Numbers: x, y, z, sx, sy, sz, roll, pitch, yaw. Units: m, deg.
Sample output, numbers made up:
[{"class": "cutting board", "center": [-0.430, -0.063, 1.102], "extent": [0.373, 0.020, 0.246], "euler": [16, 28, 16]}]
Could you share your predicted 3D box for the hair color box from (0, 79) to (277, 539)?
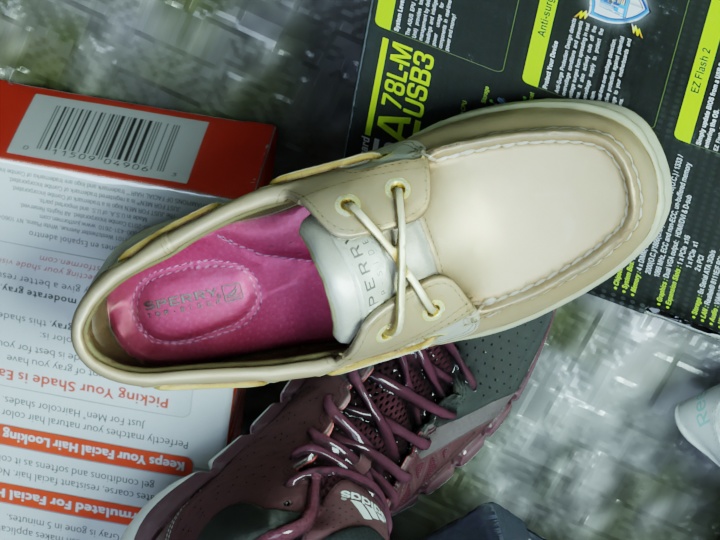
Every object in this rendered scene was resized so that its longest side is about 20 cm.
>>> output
[{"class": "hair color box", "center": [-0.097, 0.039, 1.029], "extent": [0.111, 0.064, 0.200], "euler": [10, 119, 2]}]

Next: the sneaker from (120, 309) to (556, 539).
[{"class": "sneaker", "center": [0.008, 0.063, 0.953], "extent": [0.076, 0.116, 0.200], "euler": [44, 84, -16]}]

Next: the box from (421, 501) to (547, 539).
[{"class": "box", "center": [0.035, 0.203, 1.026], "extent": [0.200, 0.118, 0.197], "euler": [-32, 139, 24]}]

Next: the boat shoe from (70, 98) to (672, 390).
[{"class": "boat shoe", "center": [0.000, 0.000, 0.907], "extent": [0.200, 0.069, 0.074], "euler": [-18, 97, 20]}]

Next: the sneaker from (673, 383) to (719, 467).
[{"class": "sneaker", "center": [0.173, 0.119, 1.034], "extent": [0.088, 0.075, 0.200], "euler": [-11, 112, 30]}]

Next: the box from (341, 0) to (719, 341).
[{"class": "box", "center": [0.099, -0.074, 0.903], "extent": [0.193, 0.048, 0.200], "euler": [22, 133, 13]}]
